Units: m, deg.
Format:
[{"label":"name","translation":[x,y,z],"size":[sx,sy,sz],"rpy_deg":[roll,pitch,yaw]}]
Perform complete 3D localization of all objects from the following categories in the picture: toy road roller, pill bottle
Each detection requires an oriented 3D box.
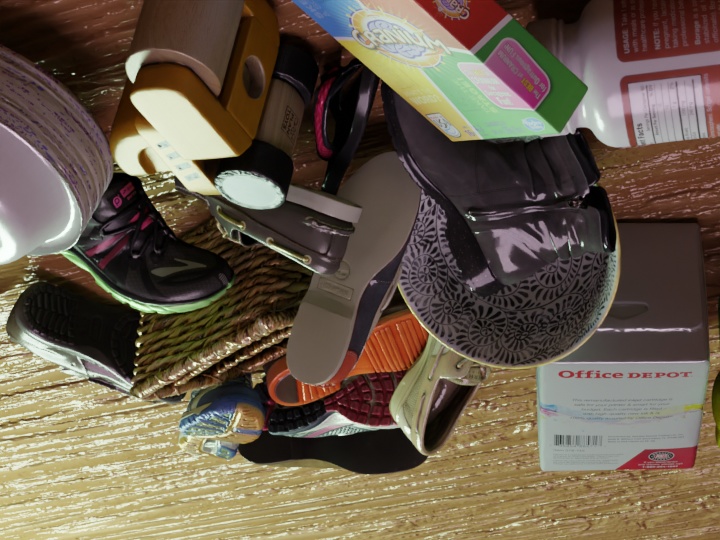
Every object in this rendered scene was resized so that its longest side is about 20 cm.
[{"label":"toy road roller","translation":[-0.132,-0.134,1.386],"size":[0.145,0.124,0.200],"rpy_deg":[-1,150,26]},{"label":"pill bottle","translation":[0.223,-0.149,1.347],"size":[0.198,0.113,0.112],"rpy_deg":[-5,147,12]}]

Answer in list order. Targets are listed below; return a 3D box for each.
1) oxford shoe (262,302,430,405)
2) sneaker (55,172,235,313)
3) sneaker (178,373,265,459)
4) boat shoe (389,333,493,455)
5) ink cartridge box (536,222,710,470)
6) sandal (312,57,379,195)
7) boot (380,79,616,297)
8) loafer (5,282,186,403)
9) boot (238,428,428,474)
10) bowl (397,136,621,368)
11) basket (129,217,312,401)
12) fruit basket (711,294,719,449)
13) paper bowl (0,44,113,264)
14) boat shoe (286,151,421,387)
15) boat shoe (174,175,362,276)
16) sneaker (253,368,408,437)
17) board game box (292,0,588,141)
[{"label":"oxford shoe","translation":[0.002,0.054,1.726],"size":[0.199,0.073,0.072],"rpy_deg":[-18,135,-2]},{"label":"sneaker","translation":[-0.195,-0.031,1.542],"size":[0.199,0.077,0.084],"rpy_deg":[26,135,7]},{"label":"sneaker","translation":[-0.134,0.120,1.775],"size":[0.075,0.089,0.200],"rpy_deg":[14,164,-13]},{"label":"boat shoe","translation":[0.095,0.078,1.692],"size":[0.071,0.065,0.201],"rpy_deg":[6,123,-32]},{"label":"ink cartridge box","translation":[0.228,0.069,1.653],"size":[0.144,0.146,0.200],"rpy_deg":[0,148,4]},{"label":"sandal","translation":[-0.019,-0.119,1.447],"size":[0.045,0.076,0.200],"rpy_deg":[18,148,-4]},{"label":"boot","translation":[0.110,-0.088,1.432],"size":[0.131,0.070,0.201],"rpy_deg":[-24,104,26]},{"label":"loafer","translation":[-0.248,0.069,1.761],"size":[0.199,0.073,0.071],"rpy_deg":[31,148,-30]},{"label":"boot","translation":[-0.023,0.175,1.921],"size":[0.198,0.074,0.075],"rpy_deg":[1,166,9]},{"label":"bowl","translation":[0.130,-0.029,1.523],"size":[0.200,0.202,0.094],"rpy_deg":[-19,-175,29]},{"label":"basket","translation":[-0.089,0.044,1.629],"size":[0.142,0.150,0.199],"rpy_deg":[29,138,-35]},{"label":"fruit basket","translation":[0.371,0.091,1.627],"size":[0.154,0.217,0.216],"rpy_deg":[-11,145,19]},{"label":"paper bowl","translation":[-0.298,-0.082,1.432],"size":[0.199,0.105,0.201],"rpy_deg":[18,148,12]},{"label":"boat shoe","translation":[0.000,0.000,1.502],"size":[0.071,0.201,0.063],"rpy_deg":[24,-175,21]},{"label":"boat shoe","translation":[-0.084,-0.047,1.489],"size":[0.201,0.061,0.072],"rpy_deg":[19,-175,42]},{"label":"sneaker","translation":[-0.006,0.120,1.820],"size":[0.199,0.081,0.075],"rpy_deg":[-6,165,23]},{"label":"board game box","translation":[0.040,-0.167,1.285],"size":[0.200,0.040,0.153],"rpy_deg":[39,165,-21]}]
